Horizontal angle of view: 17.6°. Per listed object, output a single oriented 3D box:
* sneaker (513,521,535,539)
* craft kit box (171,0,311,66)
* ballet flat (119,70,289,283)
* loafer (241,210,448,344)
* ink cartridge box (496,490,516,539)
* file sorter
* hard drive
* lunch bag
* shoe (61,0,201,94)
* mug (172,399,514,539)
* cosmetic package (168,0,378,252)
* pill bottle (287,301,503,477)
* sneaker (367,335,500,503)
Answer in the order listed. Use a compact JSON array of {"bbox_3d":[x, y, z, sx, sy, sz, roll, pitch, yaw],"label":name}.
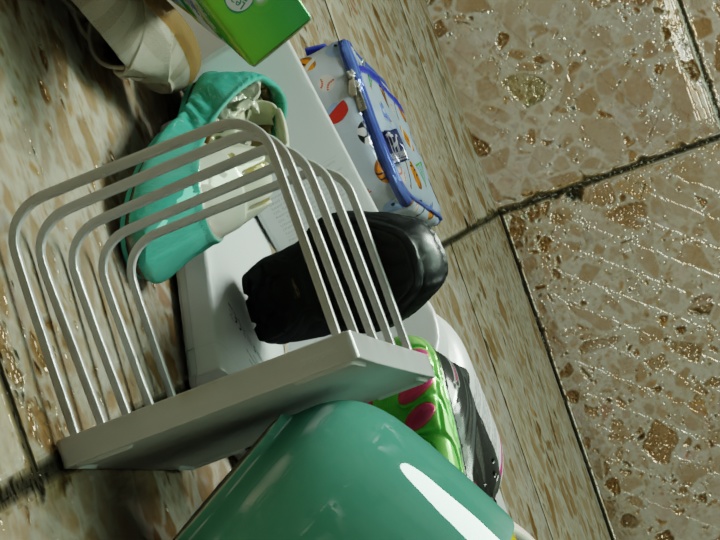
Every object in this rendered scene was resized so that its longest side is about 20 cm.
[{"bbox_3d":[0.062,0.209,1.439,0.075,0.104,0.200,-50,148,-34],"label":"sneaker"},{"bbox_3d":[-0.123,-0.213,1.191,0.200,0.048,0.198,53,-1,-28],"label":"craft kit box"},{"bbox_3d":[-0.077,-0.060,1.285,0.200,0.070,0.067,-72,153,-60],"label":"ballet flat"},{"bbox_3d":[0.000,0.000,1.269,0.200,0.070,0.068,-19,-92,64],"label":"loafer"},{"bbox_3d":[0.023,0.177,1.298,0.145,0.084,0.200,-27,100,-57],"label":"ink cartridge box"},{"bbox_3d":[-0.065,0.014,1.094,0.200,0.138,0.125,23,46,-78],"label":"file sorter"},{"bbox_3d":[-0.075,0.023,1.362,0.132,0.027,0.200,61,14,-46],"label":"hard drive"},{"bbox_3d":[0.003,-0.109,1.955,0.200,0.075,0.161,41,29,-74],"label":"lunch bag"},{"bbox_3d":[-0.141,-0.146,1.262,0.070,0.053,0.200,36,-12,26],"label":"shoe"},{"bbox_3d":[-0.021,0.134,1.071,0.114,0.152,0.185,40,-4,-1],"label":"mug"},{"bbox_3d":[-0.062,-0.095,1.465,0.101,0.071,0.200,56,-3,47],"label":"cosmetic package"},{"bbox_3d":[0.022,0.089,1.480,0.200,0.113,0.114,67,8,-60],"label":"pill bottle"},{"bbox_3d":[0.047,0.133,1.208,0.084,0.077,0.201,11,72,-53],"label":"sneaker"}]
